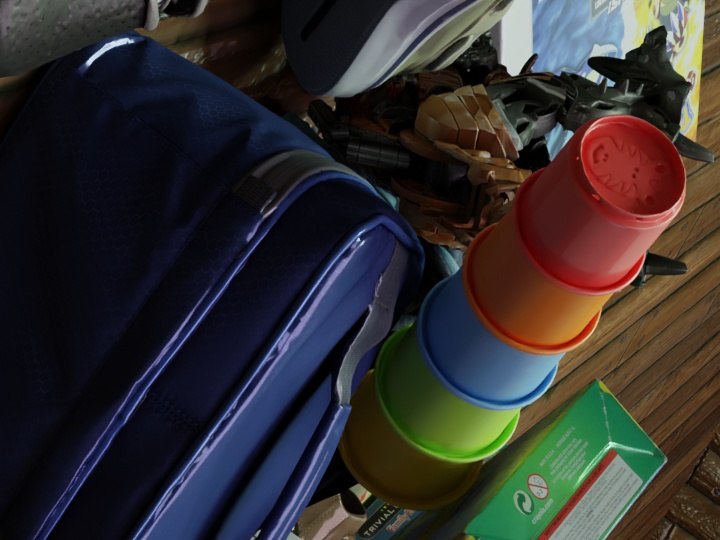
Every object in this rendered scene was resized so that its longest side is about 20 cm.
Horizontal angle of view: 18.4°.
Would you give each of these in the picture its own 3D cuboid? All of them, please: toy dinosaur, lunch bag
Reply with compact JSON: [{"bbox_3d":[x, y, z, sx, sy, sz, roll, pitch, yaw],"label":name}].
[{"bbox_3d":[0.053,-0.035,0.850,0.135,0.201,0.103,3,134,-22],"label":"toy dinosaur"},{"bbox_3d":[-0.072,0.039,0.735,0.201,0.132,0.136,-56,164,1],"label":"lunch bag"}]

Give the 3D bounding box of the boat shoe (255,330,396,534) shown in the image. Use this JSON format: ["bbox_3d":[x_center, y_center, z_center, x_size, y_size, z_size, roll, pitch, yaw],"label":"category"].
[{"bbox_3d":[-0.057,0.066,0.871,0.199,0.085,0.069,-29,169,-7],"label":"boat shoe"}]

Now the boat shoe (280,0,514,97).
[{"bbox_3d":[0.036,-0.122,0.762,0.062,0.072,0.200,-13,167,-31],"label":"boat shoe"}]

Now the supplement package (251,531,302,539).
[{"bbox_3d":[-0.109,0.177,0.941,0.200,0.113,0.110,-31,150,-57],"label":"supplement package"}]

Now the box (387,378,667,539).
[{"bbox_3d":[0.022,0.131,0.866,0.200,0.048,0.117,-41,180,42],"label":"box"}]

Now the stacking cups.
[{"bbox_3d":[0.046,0.014,0.751,0.061,0.060,0.200,-44,171,-34],"label":"stacking cups"}]

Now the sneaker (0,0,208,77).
[{"bbox_3d":[-0.020,-0.103,0.630,0.200,0.115,0.075,-46,162,-31],"label":"sneaker"}]

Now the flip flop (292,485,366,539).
[{"bbox_3d":[-0.021,0.107,1.103,0.057,0.081,0.200,-15,-161,40],"label":"flip flop"}]

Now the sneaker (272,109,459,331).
[{"bbox_3d":[0.000,0.000,0.938,0.080,0.095,0.200,-55,165,4],"label":"sneaker"}]

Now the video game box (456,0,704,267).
[{"bbox_3d":[0.100,-0.097,1.041,0.200,0.047,0.183,-42,143,-41],"label":"video game box"}]

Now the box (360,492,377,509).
[{"bbox_3d":[-0.032,0.126,1.188,0.200,0.050,0.076,-39,159,-45],"label":"box"}]

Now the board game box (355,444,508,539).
[{"bbox_3d":[0.025,0.205,1.254,0.151,0.047,0.201,-40,146,-36],"label":"board game box"}]
